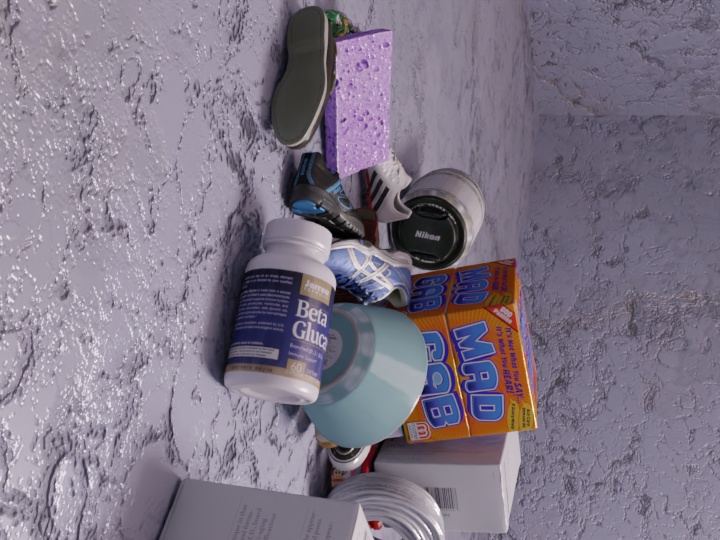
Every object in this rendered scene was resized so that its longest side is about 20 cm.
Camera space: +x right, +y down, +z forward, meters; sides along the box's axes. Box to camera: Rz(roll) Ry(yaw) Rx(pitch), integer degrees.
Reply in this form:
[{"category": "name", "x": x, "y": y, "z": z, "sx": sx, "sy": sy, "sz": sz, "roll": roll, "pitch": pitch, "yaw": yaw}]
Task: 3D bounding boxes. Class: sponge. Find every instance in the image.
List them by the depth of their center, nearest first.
[{"category": "sponge", "x": -0.003, "y": -0.242, "z": 1.258, "sx": 0.111, "sy": 0.030, "sz": 0.202, "roll": -23, "pitch": 125, "yaw": -38}]

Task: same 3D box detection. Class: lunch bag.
[{"category": "lunch bag", "x": 0.008, "y": 0.303, "z": 1.422, "sx": 0.201, "sy": 0.081, "sz": 0.177, "roll": -71, "pitch": 153, "yaw": -48}]

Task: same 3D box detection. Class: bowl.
[{"category": "bowl", "x": -0.020, "y": 0.125, "z": 1.155, "sx": 0.105, "sy": 0.199, "sz": 0.203, "roll": 37, "pitch": 56, "yaw": -46}]

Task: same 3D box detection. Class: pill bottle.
[{"category": "pill bottle", "x": -0.088, "y": 0.047, "z": 1.008, "sx": 0.111, "sy": 0.110, "sz": 0.202, "roll": 51, "pitch": 45, "yaw": -65}]

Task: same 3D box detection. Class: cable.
[{"category": "cable", "x": 0.033, "y": 0.399, "z": 1.309, "sx": 0.069, "sy": 0.198, "sz": 0.202, "roll": -63, "pitch": 148, "yaw": -61}]

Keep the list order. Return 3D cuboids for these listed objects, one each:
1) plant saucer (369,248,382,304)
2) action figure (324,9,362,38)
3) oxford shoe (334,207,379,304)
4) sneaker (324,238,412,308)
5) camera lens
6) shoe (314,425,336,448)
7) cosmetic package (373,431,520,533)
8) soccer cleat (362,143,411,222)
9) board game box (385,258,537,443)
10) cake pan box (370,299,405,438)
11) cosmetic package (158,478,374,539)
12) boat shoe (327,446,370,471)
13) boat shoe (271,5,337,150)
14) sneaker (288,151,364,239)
[{"category": "plant saucer", "x": 0.016, "y": 0.063, "z": 1.475, "sx": 0.200, "sy": 0.032, "sz": 0.203, "roll": 2, "pitch": 90, "yaw": -72}, {"category": "action figure", "x": -0.014, "y": -0.320, "z": 1.284, "sx": 0.200, "sy": 0.054, "sz": 0.119, "roll": 47, "pitch": 52, "yaw": -61}, {"category": "oxford shoe", "x": 0.000, "y": 0.000, "z": 1.350, "sx": 0.074, "sy": 0.070, "sz": 0.201, "roll": 73, "pitch": 26, "yaw": -53}, {"category": "sneaker", "x": 0.003, "y": 0.006, "z": 1.230, "sx": 0.199, "sy": 0.075, "sz": 0.078, "roll": 8, "pitch": 66, "yaw": -38}, {"category": "camera lens", "x": 0.152, "y": -0.101, "z": 1.664, "sx": 0.200, "sy": 0.158, "sz": 0.162, "roll": -52, "pitch": 142, "yaw": -61}, {"category": "shoe", "x": -0.037, "y": 0.179, "z": 1.281, "sx": 0.054, "sy": 0.069, "sz": 0.201, "roll": 59, "pitch": 25, "yaw": -27}, {"category": "cosmetic package", "x": 0.146, "y": 0.309, "z": 1.393, "sx": 0.200, "sy": 0.197, "sz": 0.124, "roll": -50, "pitch": 134, "yaw": -66}, {"category": "soccer cleat", "x": 0.041, "y": -0.170, "z": 1.424, "sx": 0.069, "sy": 0.084, "sz": 0.202, "roll": -60, "pitch": 148, "yaw": -55}, {"category": "board game box", "x": 0.159, "y": 0.120, "z": 1.338, "sx": 0.200, "sy": 0.198, "sz": 0.202, "roll": -62, "pitch": 140, "yaw": -68}, {"category": "cake pan box", "x": 0.047, "y": 0.152, "z": 1.381, "sx": 0.184, "sy": 0.052, "sz": 0.202, "roll": -26, "pitch": 106, "yaw": -73}, {"category": "cosmetic package", "x": -0.096, "y": 0.333, "z": 0.883, "sx": 0.166, "sy": 0.198, "sz": 0.166, "roll": 73, "pitch": 26, "yaw": -48}, {"category": "boat shoe", "x": -0.017, "y": 0.213, "z": 1.344, "sx": 0.064, "sy": 0.070, "sz": 0.201, "roll": 76, "pitch": 16, "yaw": -44}, {"category": "boat shoe", "x": -0.064, "y": -0.237, "z": 1.099, "sx": 0.061, "sy": 0.071, "sz": 0.203, "roll": 50, "pitch": 44, "yaw": -60}, {"category": "sneaker", "x": -0.038, "y": -0.098, "z": 1.207, "sx": 0.200, "sy": 0.072, "sz": 0.083, "roll": 45, "pitch": 49, "yaw": -68}]
